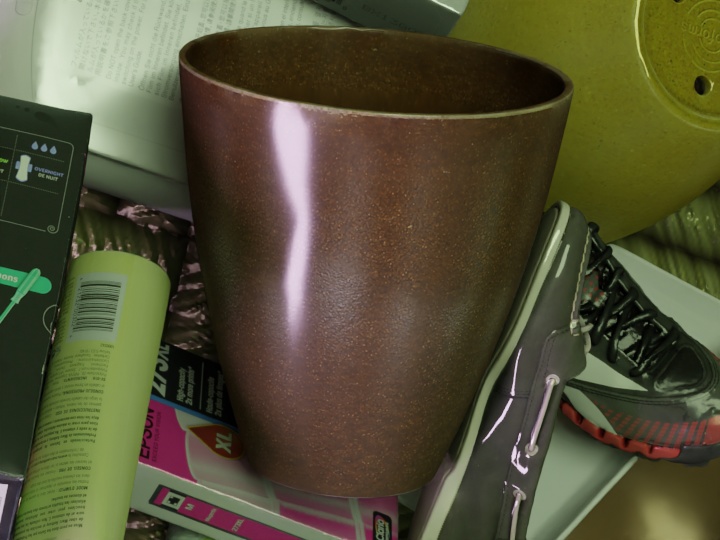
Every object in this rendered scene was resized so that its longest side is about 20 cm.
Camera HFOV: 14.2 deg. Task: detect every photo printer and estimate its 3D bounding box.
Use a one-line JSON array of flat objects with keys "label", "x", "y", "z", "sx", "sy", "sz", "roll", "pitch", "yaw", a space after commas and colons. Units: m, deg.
[{"label": "photo printer", "x": -0.096, "y": -0.112, "z": 1.477, "sx": 0.200, "sy": 0.069, "sz": 0.167, "roll": 17, "pitch": 73, "yaw": -18}]

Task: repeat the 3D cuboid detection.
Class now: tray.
[{"label": "tray", "x": 0.110, "y": 0.075, "z": 1.525, "sx": 0.107, "sy": 0.022, "sz": 0.200, "roll": 29, "pitch": 61, "yaw": 33}]

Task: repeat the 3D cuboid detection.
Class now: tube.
[{"label": "tube", "x": -0.130, "y": 0.088, "z": 1.355, "sx": 0.052, "sy": 0.058, "sz": 0.200, "roll": 10, "pitch": 60, "yaw": -3}]

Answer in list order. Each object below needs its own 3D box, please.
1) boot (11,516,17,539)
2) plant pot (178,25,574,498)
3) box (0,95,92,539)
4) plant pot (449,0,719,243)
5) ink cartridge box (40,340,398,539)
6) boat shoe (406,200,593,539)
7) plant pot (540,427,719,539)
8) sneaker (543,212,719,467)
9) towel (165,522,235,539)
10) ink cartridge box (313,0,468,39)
[{"label": "boot", "x": -0.109, "y": 0.225, "z": 1.393, "sx": 0.158, "sy": 0.079, "sz": 0.211, "roll": 20, "pitch": 41, "yaw": -39}, {"label": "plant pot", "x": 0.000, "y": 0.000, "z": 1.385, "sx": 0.187, "sy": 0.187, "sz": 0.200, "roll": -2, "pitch": 107, "yaw": -22}, {"label": "box", "x": -0.203, "y": 0.033, "z": 1.323, "sx": 0.124, "sy": 0.149, "sz": 0.200, "roll": 11, "pitch": 55, "yaw": -7}, {"label": "plant pot", "x": 0.143, "y": -0.116, "z": 1.518, "sx": 0.200, "sy": 0.142, "sz": 0.201, "roll": 3, "pitch": 85, "yaw": -29}, {"label": "ink cartridge box", "x": -0.074, "y": 0.088, "z": 1.441, "sx": 0.200, "sy": 0.037, "sz": 0.095, "roll": 20, "pitch": 37, "yaw": -15}, {"label": "boat shoe", "x": 0.081, "y": 0.063, "z": 1.425, "sx": 0.057, "sy": 0.067, "sz": 0.200, "roll": 19, "pitch": 104, "yaw": -10}, {"label": "plant pot", "x": 0.184, "y": 0.156, "z": 1.502, "sx": 0.201, "sy": 0.201, "sz": 0.093, "roll": -44, "pitch": 138, "yaw": -23}, {"label": "sneaker", "x": 0.115, "y": 0.027, "z": 1.479, "sx": 0.200, "sy": 0.098, "sz": 0.071, "roll": 32, "pitch": 61, "yaw": 21}, {"label": "towel", "x": -0.016, "y": 0.211, "z": 1.404, "sx": 0.200, "sy": 0.171, "sz": 0.048, "roll": 33, "pitch": 110, "yaw": -14}, {"label": "ink cartridge box", "x": 0.027, "y": -0.219, "z": 1.495, "sx": 0.109, "sy": 0.050, "sz": 0.200, "roll": 25, "pitch": 60, "yaw": -7}]
